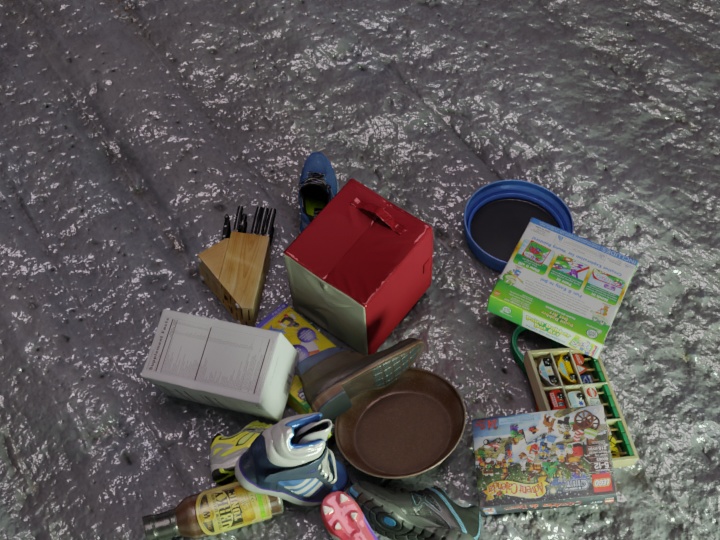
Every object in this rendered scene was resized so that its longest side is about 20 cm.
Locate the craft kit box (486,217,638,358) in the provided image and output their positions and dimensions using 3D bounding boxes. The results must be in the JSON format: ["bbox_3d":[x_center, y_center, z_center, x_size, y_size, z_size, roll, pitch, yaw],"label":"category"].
[{"bbox_3d":[0.337,0.025,1.644,0.198,0.049,0.198,24,51,15],"label":"craft kit box"}]

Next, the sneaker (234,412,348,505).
[{"bbox_3d":[-0.063,0.259,1.380,0.198,0.146,0.081,16,45,-38],"label":"sneaker"}]

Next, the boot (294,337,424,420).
[{"bbox_3d":[-0.005,0.137,1.505,0.198,0.075,0.097,-30,55,-14],"label":"boot"}]

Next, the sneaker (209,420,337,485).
[{"bbox_3d":[-0.131,0.253,1.476,0.197,0.076,0.077,-12,53,-14],"label":"sneaker"}]

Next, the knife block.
[{"bbox_3d":[-0.180,-0.018,1.691,0.174,0.064,0.200,-31,59,-23],"label":"knife block"}]

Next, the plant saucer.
[{"bbox_3d":[0.061,0.233,1.475,0.197,0.037,0.202,-8,44,8],"label":"plant saucer"}]

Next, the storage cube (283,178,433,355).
[{"bbox_3d":[0.000,0.000,1.607,0.170,0.201,0.180,32,64,20],"label":"storage cube"}]

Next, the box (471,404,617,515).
[{"bbox_3d":[0.267,0.277,1.453,0.197,0.038,0.138,-9,57,12],"label":"box"}]

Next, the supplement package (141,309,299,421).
[{"bbox_3d":[-0.210,0.143,1.501,0.197,0.110,0.115,11,71,17],"label":"supplement package"}]

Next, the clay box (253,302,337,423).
[{"bbox_3d":[-0.092,0.152,1.573,0.199,0.048,0.115,37,60,24],"label":"clay box"}]

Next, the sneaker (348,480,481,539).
[{"bbox_3d":[0.078,0.346,1.421,0.198,0.074,0.082,25,51,3],"label":"sneaker"}]

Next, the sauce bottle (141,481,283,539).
[{"bbox_3d":[-0.209,0.344,1.409,0.197,0.065,0.065,-16,54,-13],"label":"sauce bottle"}]

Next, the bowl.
[{"bbox_3d":[0.281,-0.076,1.773,0.197,0.040,0.203,1,52,-2],"label":"bowl"}]

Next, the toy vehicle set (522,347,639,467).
[{"bbox_3d":[0.340,0.213,1.541,0.122,0.027,0.202,-3,55,-16],"label":"toy vehicle set"}]

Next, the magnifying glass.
[{"bbox_3d":[0.287,0.168,1.593,0.078,0.023,0.202,3,54,-6],"label":"magnifying glass"}]

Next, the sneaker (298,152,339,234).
[{"bbox_3d":[-0.074,-0.141,1.776,0.077,0.090,0.202,0,52,-4],"label":"sneaker"}]

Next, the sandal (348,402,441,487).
[{"bbox_3d":[0.064,0.268,1.499,0.199,0.043,0.076,-33,51,-19],"label":"sandal"}]

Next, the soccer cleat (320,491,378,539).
[{"bbox_3d":[0.007,0.400,1.379,0.066,0.077,0.201,-30,73,-7],"label":"soccer cleat"}]
